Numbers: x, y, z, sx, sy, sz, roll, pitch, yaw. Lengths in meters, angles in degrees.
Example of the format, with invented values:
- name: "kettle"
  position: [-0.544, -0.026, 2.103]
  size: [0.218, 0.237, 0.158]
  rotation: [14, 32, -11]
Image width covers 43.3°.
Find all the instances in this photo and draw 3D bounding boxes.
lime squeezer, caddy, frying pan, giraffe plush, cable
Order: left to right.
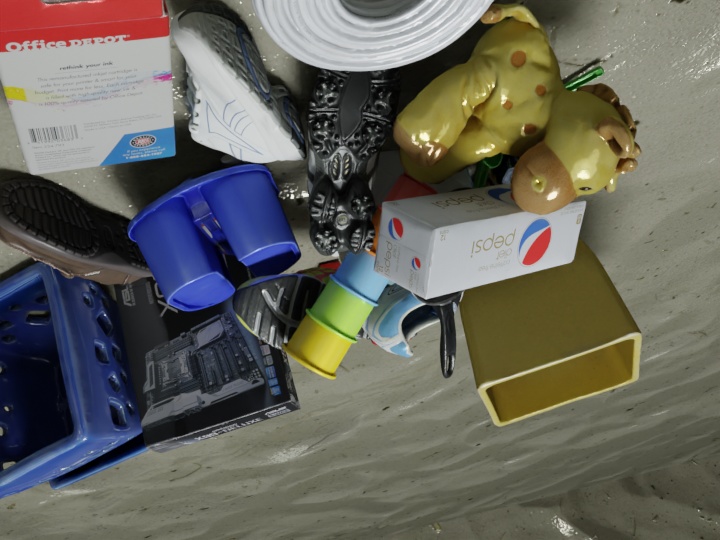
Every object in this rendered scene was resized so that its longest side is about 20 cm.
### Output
- name: "caddy"
  position: [-0.137, -0.038, 0.857]
  size: [0.141, 0.105, 0.200]
  rotation: [-24, 172, -3]
- name: "cable"
  position: [0.017, -0.223, 0.636]
  size: [0.199, 0.069, 0.200]
  rotation: [6, 146, -37]
- name: "frying pan"
  position: [0.090, 0.003, 0.863]
  size: [0.115, 0.031, 0.190]
  rotation: [-41, 135, -21]
- name: "lime squeezer"
  position: [0.151, -0.135, 0.899]
  size: [0.038, 0.071, 0.200]
  rotation: [43, 90, -19]
- name: "giraffe plush"
  position: [0.148, -0.118, 0.762]
  size: [0.200, 0.162, 0.172]
  rotation: [-51, 167, 28]

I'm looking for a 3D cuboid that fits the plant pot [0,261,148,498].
- name: "plant pot"
  position: [-0.329, 0.129, 0.985]
  size: [0.199, 0.201, 0.180]
  rotation: [-26, 159, 19]

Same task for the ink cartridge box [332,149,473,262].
- name: "ink cartridge box"
  position: [0.040, -0.047, 0.991]
  size: [0.115, 0.068, 0.200]
  rotation: [-8, 152, -15]

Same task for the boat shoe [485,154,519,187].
- name: "boat shoe"
  position: [0.155, -0.094, 0.976]
  size: [0.200, 0.071, 0.091]
  rotation: [-35, 148, 19]

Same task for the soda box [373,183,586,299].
- name: "soda box"
  position: [0.108, -0.032, 0.796]
  size: [0.199, 0.068, 0.064]
  rotation: [-13, 119, -40]

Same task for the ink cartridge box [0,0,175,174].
- name: "ink cartridge box"
  position: [-0.196, -0.157, 0.643]
  size: [0.116, 0.068, 0.200]
  rotation: [-10, 153, -15]

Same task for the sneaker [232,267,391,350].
- name: "sneaker"
  position: [-0.056, 0.033, 0.926]
  size: [0.199, 0.090, 0.079]
  rotation: [6, 104, -45]

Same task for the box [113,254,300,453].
- name: "box"
  position: [-0.164, 0.071, 0.955]
  size: [0.157, 0.201, 0.050]
  rotation: [-17, 160, 3]

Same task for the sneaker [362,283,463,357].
- name: "sneaker"
  position: [0.089, 0.007, 0.923]
  size: [0.200, 0.072, 0.072]
  rotation: [-45, 155, -11]

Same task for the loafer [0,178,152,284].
- name: "loafer"
  position: [-0.275, -0.021, 0.853]
  size: [0.071, 0.073, 0.200]
  rotation: [-28, 151, 19]

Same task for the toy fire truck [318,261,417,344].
- name: "toy fire truck"
  position: [0.009, 0.047, 1.178]
  size: [0.140, 0.049, 0.200]
  rotation: [-11, 154, -10]

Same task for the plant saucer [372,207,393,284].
- name: "plant saucer"
  position: [0.042, -0.016, 0.956]
  size: [0.070, 0.019, 0.200]
  rotation: [-15, 153, -2]

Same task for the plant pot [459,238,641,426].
- name: "plant pot"
  position: [0.221, 0.053, 1.141]
  size: [0.195, 0.201, 0.194]
  rotation: [-19, 154, 7]

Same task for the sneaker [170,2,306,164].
- name: "sneaker"
  position: [-0.108, -0.135, 0.736]
  size: [0.087, 0.075, 0.200]
  rotation: [-16, 153, 9]

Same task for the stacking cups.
- name: "stacking cups"
  position: [0.000, 0.000, 0.846]
  size: [0.060, 0.060, 0.201]
  rotation: [27, 94, -54]

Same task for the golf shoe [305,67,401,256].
- name: "golf shoe"
  position: [-0.015, -0.116, 0.797]
  size: [0.077, 0.095, 0.201]
  rotation: [8, 112, -9]
